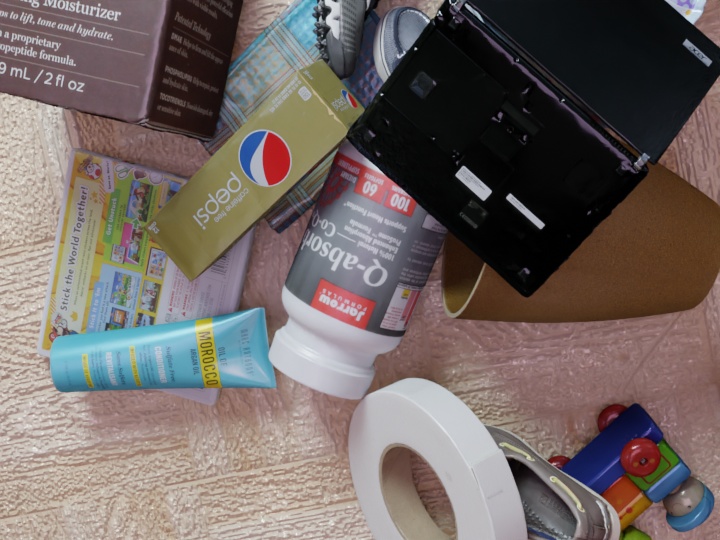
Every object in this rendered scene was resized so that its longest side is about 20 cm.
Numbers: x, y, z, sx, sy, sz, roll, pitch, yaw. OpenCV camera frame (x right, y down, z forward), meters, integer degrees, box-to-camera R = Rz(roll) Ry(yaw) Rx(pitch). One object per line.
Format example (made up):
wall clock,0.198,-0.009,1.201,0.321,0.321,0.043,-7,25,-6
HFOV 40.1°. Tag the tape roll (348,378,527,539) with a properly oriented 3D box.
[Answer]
tape roll,0.061,0.191,0.836,0.037,0.202,0.205,-18,96,-32

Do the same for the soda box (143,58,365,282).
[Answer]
soda box,-0.088,-0.081,0.816,0.200,0.068,0.064,-41,94,25

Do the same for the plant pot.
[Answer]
plant pot,0.185,-0.032,0.806,0.198,0.186,0.189,13,98,-6

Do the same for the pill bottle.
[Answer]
pill bottle,0.000,0.000,0.850,0.115,0.116,0.202,23,99,3

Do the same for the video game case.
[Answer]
video game case,-0.198,0.007,0.914,0.180,0.023,0.202,15,104,5

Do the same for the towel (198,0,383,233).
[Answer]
towel,-0.048,-0.152,0.886,0.200,0.022,0.147,-42,90,9

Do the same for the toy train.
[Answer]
toy train,0.210,0.225,0.877,0.116,0.085,0.200,43,100,-13

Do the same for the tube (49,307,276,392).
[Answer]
tube,-0.178,0.078,0.895,0.197,0.051,0.078,-5,114,4

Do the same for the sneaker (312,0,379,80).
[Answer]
sneaker,0.007,-0.258,0.830,0.089,0.066,0.203,4,79,-7

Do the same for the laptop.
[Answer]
laptop,0.124,-0.121,0.696,0.177,0.103,0.200,41,118,2

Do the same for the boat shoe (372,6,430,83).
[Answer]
boat shoe,0.068,-0.158,0.789,0.074,0.093,0.202,-2,58,-24

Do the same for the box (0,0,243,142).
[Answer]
box,-0.200,-0.226,0.813,0.164,0.164,0.203,13,96,10

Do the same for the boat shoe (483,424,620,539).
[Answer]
boat shoe,0.123,0.179,0.835,0.199,0.059,0.072,27,92,43

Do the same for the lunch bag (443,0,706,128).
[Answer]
lunch bag,0.146,-0.202,0.783,0.198,0.170,0.128,28,95,1
